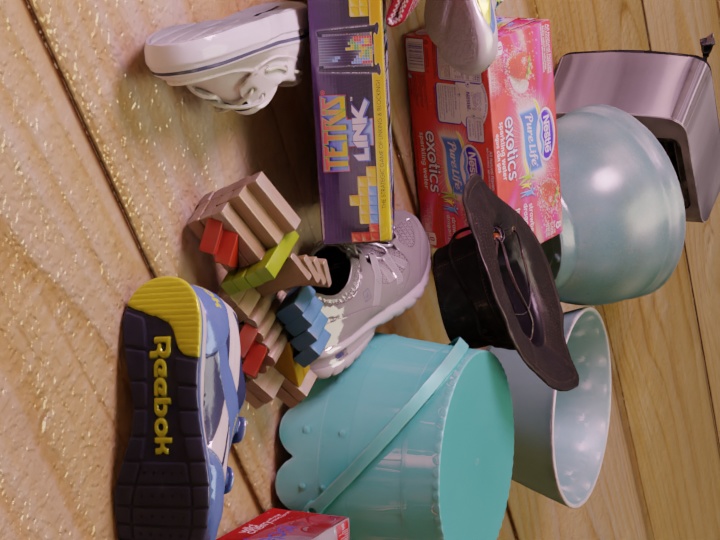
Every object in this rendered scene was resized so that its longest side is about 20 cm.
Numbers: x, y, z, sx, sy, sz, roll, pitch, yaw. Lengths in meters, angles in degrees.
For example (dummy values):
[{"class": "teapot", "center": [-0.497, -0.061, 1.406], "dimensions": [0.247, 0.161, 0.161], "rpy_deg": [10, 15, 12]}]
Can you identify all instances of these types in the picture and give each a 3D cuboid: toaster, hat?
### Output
[{"class": "toaster", "center": [0.301, -0.150, 1.810], "dimensions": [0.201, 0.179, 0.119], "rpy_deg": [70, 35, -41]}, {"class": "hat", "center": [0.107, 0.025, 1.374], "dimensions": [0.201, 0.080, 0.202], "rpy_deg": [53, 22, -32]}]

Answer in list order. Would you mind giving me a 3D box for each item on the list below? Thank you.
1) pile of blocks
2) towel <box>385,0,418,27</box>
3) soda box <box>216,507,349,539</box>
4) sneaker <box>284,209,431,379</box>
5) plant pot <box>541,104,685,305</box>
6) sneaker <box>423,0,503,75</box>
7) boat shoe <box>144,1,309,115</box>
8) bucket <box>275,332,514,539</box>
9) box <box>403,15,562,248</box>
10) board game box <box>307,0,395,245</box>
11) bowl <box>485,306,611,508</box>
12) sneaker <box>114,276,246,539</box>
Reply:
[{"class": "pile of blocks", "center": [-0.065, 0.030, 1.149], "dimensions": [0.062, 0.081, 0.202], "rpy_deg": [-61, 145, -43]}, {"class": "towel", "center": [0.061, -0.268, 1.233], "dimensions": [0.200, 0.022, 0.146], "rpy_deg": [-64, 176, -68]}, {"class": "soda box", "center": [-0.080, 0.225, 1.153], "dimensions": [0.200, 0.069, 0.064], "rpy_deg": [-16, 107, -63]}, {"class": "sneaker", "center": [0.000, 0.000, 1.293], "dimensions": [0.200, 0.074, 0.083], "rpy_deg": [-54, 141, -49]}, {"class": "plant pot", "center": [0.204, -0.052, 1.630], "dimensions": [0.133, 0.199, 0.203], "rpy_deg": [-19, 112, -34]}, {"class": "sneaker", "center": [0.103, -0.247, 1.384], "dimensions": [0.104, 0.076, 0.202], "rpy_deg": [4, 57, -30]}, {"class": "boat shoe", "center": [-0.078, -0.138, 1.108], "dimensions": [0.200, 0.073, 0.068], "rpy_deg": [-33, 119, -61]}, {"class": "bucket", "center": [0.034, 0.146, 1.314], "dimensions": [0.207, 0.133, 0.210], "rpy_deg": [2, 90, -67]}, {"class": "box", "center": [0.112, -0.121, 1.470], "dimensions": [0.095, 0.099, 0.202], "rpy_deg": [-24, 115, -41]}, {"class": "board game box", "center": [-0.005, -0.134, 1.226], "dimensions": [0.165, 0.056, 0.203], "rpy_deg": [-77, 164, -77]}, {"class": "bowl", "center": [0.179, 0.134, 1.666], "dimensions": [0.200, 0.104, 0.204], "rpy_deg": [3, 90, -65]}, {"class": "sneaker", "center": [-0.110, 0.107, 1.072], "dimensions": [0.082, 0.073, 0.203], "rpy_deg": [6, 88, -67]}]
